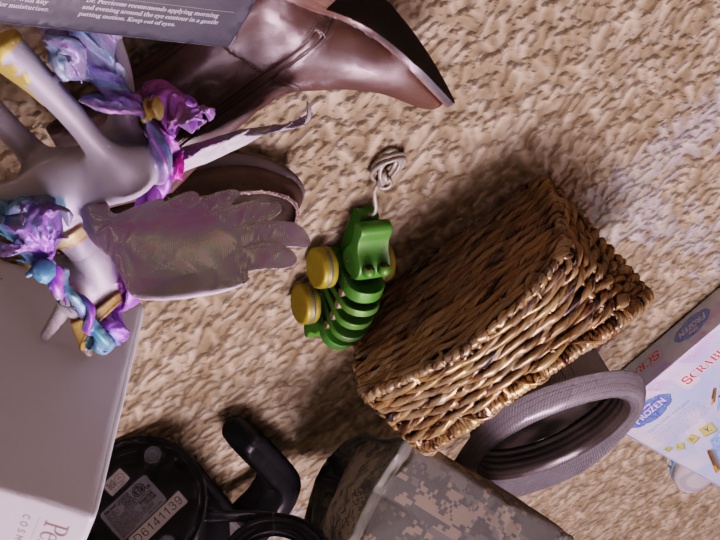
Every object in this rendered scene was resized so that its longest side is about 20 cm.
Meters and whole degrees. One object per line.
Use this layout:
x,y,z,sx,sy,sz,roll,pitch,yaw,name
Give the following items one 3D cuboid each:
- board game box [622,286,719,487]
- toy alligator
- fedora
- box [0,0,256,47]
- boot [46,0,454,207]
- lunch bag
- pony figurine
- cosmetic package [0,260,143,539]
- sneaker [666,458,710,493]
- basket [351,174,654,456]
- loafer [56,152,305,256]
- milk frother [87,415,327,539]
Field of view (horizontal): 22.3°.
0.352,0.106,1.650,0.199,0.041,0.200,30,122,-28,board game box
0.000,0.000,1.293,0.059,0.054,0.200,-7,144,-28,toy alligator
0.145,0.109,1.524,0.176,0.091,0.200,-16,155,-13,fedora
-0.119,-0.210,0.845,0.199,0.104,0.182,2,141,-38,box
-0.066,-0.093,1.096,0.200,0.064,0.186,-41,133,18,boot
0.050,0.212,1.467,0.118,0.164,0.200,-60,-170,-10,lunch bag
-0.133,-0.054,0.989,0.192,0.167,0.200,-20,117,17,pony figurine
-0.254,0.099,1.087,0.199,0.167,0.168,17,135,-10,cosmetic package
0.371,0.175,1.792,0.075,0.087,0.200,-8,146,-29,sneaker
0.112,0.059,1.333,0.200,0.143,0.149,-35,119,16,basket
-0.124,-0.022,1.156,0.199,0.071,0.073,-9,146,-25,loafer
-0.107,0.238,1.435,0.180,0.200,0.188,-28,149,0,milk frother
